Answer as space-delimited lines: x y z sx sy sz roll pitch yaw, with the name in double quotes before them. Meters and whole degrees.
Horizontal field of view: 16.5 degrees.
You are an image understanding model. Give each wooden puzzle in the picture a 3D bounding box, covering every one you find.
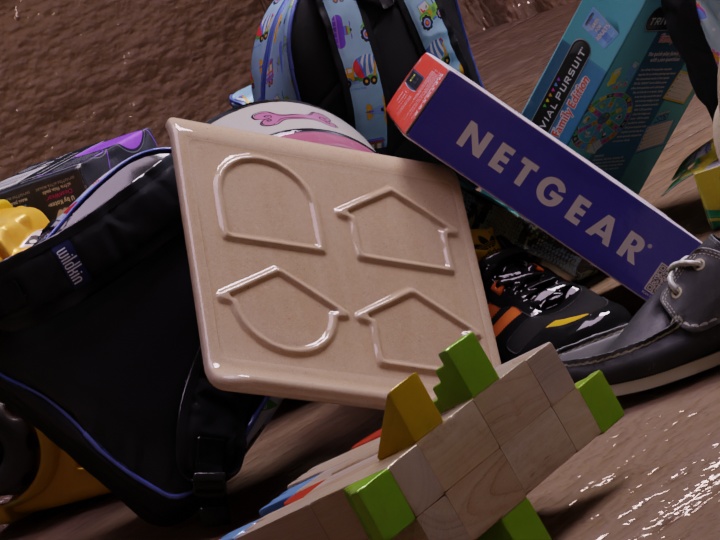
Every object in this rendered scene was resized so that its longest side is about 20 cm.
"wooden puzzle" -0.017 0.007 1.391 0.185 0.200 0.046 9 -44 -26

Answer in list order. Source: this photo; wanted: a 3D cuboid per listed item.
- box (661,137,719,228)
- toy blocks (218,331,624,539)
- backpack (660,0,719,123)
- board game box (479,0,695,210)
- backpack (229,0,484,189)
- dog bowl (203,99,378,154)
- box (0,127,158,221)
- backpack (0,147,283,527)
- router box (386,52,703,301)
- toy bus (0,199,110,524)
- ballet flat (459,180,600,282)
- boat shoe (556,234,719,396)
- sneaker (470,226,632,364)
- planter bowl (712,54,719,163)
"box" 0.311 -0.082 1.721 0.199 0.049 0.117 -15 11 20
"toy blocks" 0.016 0.104 1.154 0.137 0.100 0.200 -28 3 38
"backpack" 0.312 -0.167 1.663 0.199 0.167 0.127 -9 36 37
"board game box" 0.185 -0.130 1.793 0.151 0.047 0.200 -8 -49 -54
"backpack" -0.005 -0.132 1.784 0.182 0.201 0.134 -30 23 -32
"dog bowl" -0.046 -0.009 1.653 0.200 0.201 0.074 -24 22 -21
"box" -0.176 0.019 1.718 0.106 0.201 0.122 -17 9 23
"backpack" -0.114 0.032 1.452 0.191 0.200 0.154 -51 0 -17
"router box" 0.114 -0.057 1.542 0.049 0.200 0.180 -55 6 5
"toy bus" -0.175 0.049 1.584 0.191 0.201 0.136 -9 12 21
"ballet flat" 0.092 -0.014 1.662 0.200 0.075 0.074 19 -17 -35
"boat shoe" 0.189 0.015 1.340 0.199 0.068 0.072 -22 10 1
"sneaker" 0.087 0.018 1.471 0.070 0.090 0.200 -24 9 -24
"planter bowl" 0.294 -0.101 1.483 0.200 0.200 0.135 -27 -16 -37
